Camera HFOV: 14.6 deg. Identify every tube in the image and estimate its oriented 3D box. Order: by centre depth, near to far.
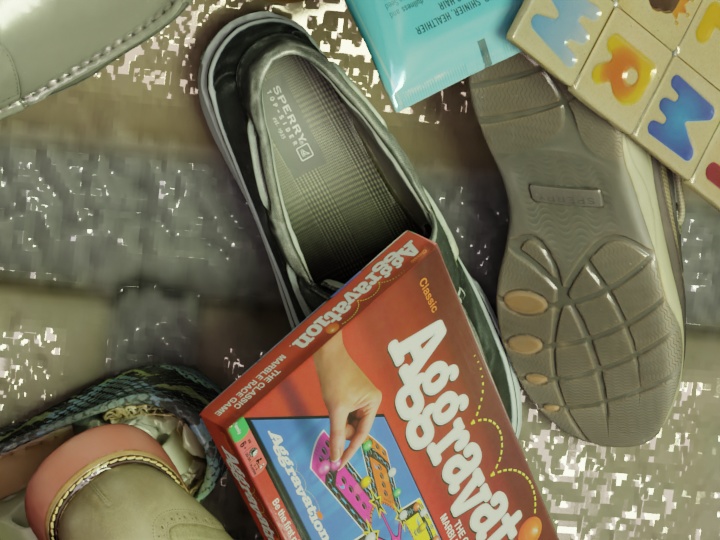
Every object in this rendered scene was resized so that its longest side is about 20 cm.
[{"bbox_3d":[-0.005,-0.153,0.953,0.077,0.050,0.200,-28,78,-13],"label":"tube"}]

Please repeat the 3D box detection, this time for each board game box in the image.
[{"bbox_3d":[0.018,0.091,1.020,0.103,0.019,0.200,-42,132,-22],"label":"board game box"}]

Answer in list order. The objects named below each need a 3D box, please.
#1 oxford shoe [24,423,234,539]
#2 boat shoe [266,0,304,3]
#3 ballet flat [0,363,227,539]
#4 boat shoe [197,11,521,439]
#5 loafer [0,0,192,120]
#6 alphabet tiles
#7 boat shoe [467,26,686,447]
[{"bbox_3d":[-0.052,0.136,1.011,0.070,0.075,0.200,-41,138,-1],"label":"oxford shoe"},{"bbox_3d":[-0.090,-0.163,0.993,0.200,0.063,0.073,23,118,-7],"label":"boat shoe"},{"bbox_3d":[-0.136,0.095,1.027,0.200,0.074,0.074,-31,105,-2],"label":"ballet flat"},{"bbox_3d":[0.000,0.000,1.028,0.072,0.071,0.200,-33,107,-3],"label":"boat shoe"},{"bbox_3d":[-0.147,-0.072,0.969,0.200,0.070,0.070,-24,114,11],"label":"loafer"},{"bbox_3d":[0.130,-0.119,0.973,0.200,0.006,0.167,34,79,-37],"label":"alphabet tiles"},{"bbox_3d":[0.093,-0.025,1.032,0.074,0.073,0.200,12,130,27],"label":"boat shoe"}]
